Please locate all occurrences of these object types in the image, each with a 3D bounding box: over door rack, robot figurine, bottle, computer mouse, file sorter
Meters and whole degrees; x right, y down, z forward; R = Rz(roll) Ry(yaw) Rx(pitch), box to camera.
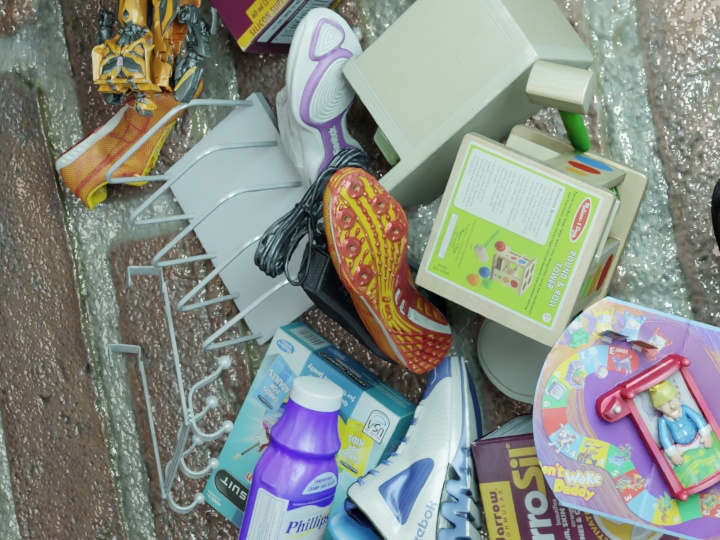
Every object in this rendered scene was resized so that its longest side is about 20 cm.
[{"bbox_3d":[-0.178,0.110,1.307,0.201,0.066,0.148,62,147,30],"label":"over door rack"},{"bbox_3d":[-0.191,-0.240,1.201,0.144,0.058,0.203,3,88,38],"label":"robot figurine"},{"bbox_3d":[-0.060,0.197,1.218,0.065,0.083,0.202,24,107,33],"label":"bottle"},{"bbox_3d":[0.000,0.000,1.188,0.139,0.200,0.053,-49,27,-14],"label":"computer mouse"},{"bbox_3d":[-0.123,-0.043,1.257,0.138,0.124,0.201,-37,78,29],"label":"file sorter"}]

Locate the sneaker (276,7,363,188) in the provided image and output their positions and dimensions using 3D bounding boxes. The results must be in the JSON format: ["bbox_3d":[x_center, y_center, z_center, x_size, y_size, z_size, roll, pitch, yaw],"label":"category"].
[{"bbox_3d":[-0.048,-0.152,1.189,0.100,0.074,0.201,47,153,33],"label":"sneaker"}]

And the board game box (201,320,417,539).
[{"bbox_3d":[-0.051,0.175,1.285,0.150,0.047,0.201,34,111,23],"label":"board game box"}]

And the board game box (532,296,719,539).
[{"bbox_3d":[0.227,0.113,0.990,0.198,0.039,0.160,16,89,-2],"label":"board game box"}]

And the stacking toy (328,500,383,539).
[{"bbox_3d":[0.007,0.303,1.249,0.110,0.115,0.201,44,130,28],"label":"stacking toy"}]

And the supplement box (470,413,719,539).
[{"bbox_3d":[0.207,0.180,1.104,0.198,0.103,0.132,-12,90,31],"label":"supplement box"}]

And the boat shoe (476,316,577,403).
[{"bbox_3d":[0.173,0.076,1.118,0.199,0.061,0.076,10,95,56],"label":"boat shoe"}]

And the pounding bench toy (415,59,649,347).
[{"bbox_3d":[0.154,-0.069,1.070,0.123,0.156,0.202,24,109,18],"label":"pounding bench toy"}]

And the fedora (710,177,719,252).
[{"bbox_3d":[0.344,0.001,0.993,0.091,0.201,0.202,-29,80,-4],"label":"fedora"}]

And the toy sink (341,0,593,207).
[{"bbox_3d":[0.071,-0.156,1.128,0.200,0.130,0.113,-41,76,28],"label":"toy sink"}]

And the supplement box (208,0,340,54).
[{"bbox_3d":[-0.104,-0.311,1.235,0.110,0.085,0.201,-42,75,27],"label":"supplement box"}]

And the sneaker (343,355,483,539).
[{"bbox_3d":[0.044,0.170,1.150,0.114,0.081,0.201,-5,61,14],"label":"sneaker"}]

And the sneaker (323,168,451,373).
[{"bbox_3d":[0.008,0.002,1.104,0.077,0.073,0.201,29,148,49],"label":"sneaker"}]

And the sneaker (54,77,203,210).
[{"bbox_3d":[-0.218,-0.133,1.345,0.199,0.073,0.077,-34,101,33],"label":"sneaker"}]
